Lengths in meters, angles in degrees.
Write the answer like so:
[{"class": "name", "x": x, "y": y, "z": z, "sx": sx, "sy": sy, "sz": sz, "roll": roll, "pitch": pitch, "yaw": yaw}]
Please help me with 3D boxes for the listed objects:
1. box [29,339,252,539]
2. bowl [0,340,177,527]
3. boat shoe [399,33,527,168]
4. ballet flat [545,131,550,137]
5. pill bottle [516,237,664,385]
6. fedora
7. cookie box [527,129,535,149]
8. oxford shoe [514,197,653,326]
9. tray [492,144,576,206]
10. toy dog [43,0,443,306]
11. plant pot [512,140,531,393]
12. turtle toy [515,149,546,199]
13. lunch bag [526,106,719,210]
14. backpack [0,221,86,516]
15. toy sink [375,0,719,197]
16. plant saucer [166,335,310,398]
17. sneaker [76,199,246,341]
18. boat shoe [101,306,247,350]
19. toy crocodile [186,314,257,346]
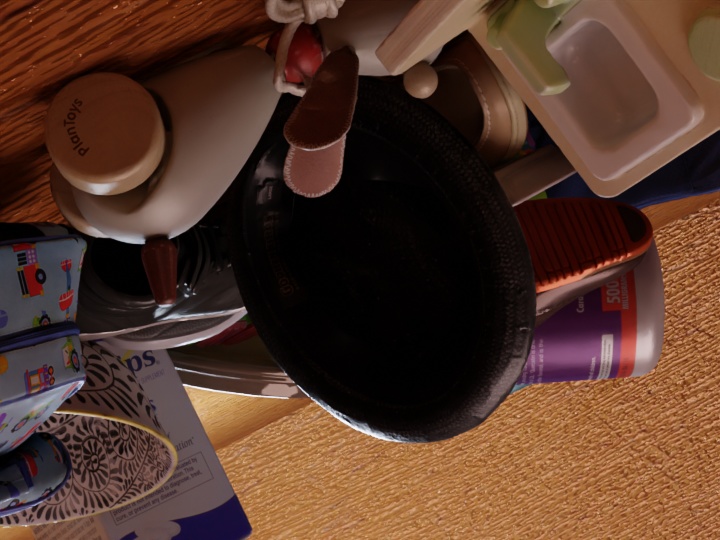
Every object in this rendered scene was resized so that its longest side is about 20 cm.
[{"class": "box", "x": -0.193, "y": 0.146, "z": 1.082, "sx": 0.104, "sy": 0.201, "sz": 0.184, "roll": -23, "pitch": 172, "yaw": -31}, {"class": "bowl", "x": -0.219, "y": 0.087, "z": 0.908, "sx": 0.199, "sy": 0.095, "sz": 0.201, "roll": -7, "pitch": 152, "yaw": -3}, {"class": "boat shoe", "x": 0.043, "y": -0.080, "z": 0.846, "sx": 0.064, "sy": 0.072, "sz": 0.200, "roll": -25, "pitch": 173, "yaw": -15}, {"class": "ballet flat", "x": 0.110, "y": -0.116, "z": 0.743, "sx": 0.056, "sy": 0.067, "sz": 0.200, "roll": 3, "pitch": 165, "yaw": 22}, {"class": "pill bottle", "x": 0.102, "y": 0.022, "z": 0.976, "sx": 0.198, "sy": 0.113, "sz": 0.112, "roll": -4, "pitch": 172, "yaw": 1}, {"class": "fedora", "x": 0.024, "y": -0.012, "z": 0.763, "sx": 0.200, "sy": 0.202, "sz": 0.091, "roll": -32, "pitch": 173, "yaw": 38}, {"class": "cookie box", "x": 0.257, "y": -0.132, "z": 1.171, "sx": 0.171, "sy": 0.076, "sz": 0.199, "roll": -32, "pitch": 171, "yaw": 36}, {"class": "oxford shoe", "x": 0.081, "y": 0.015, "z": 0.852, "sx": 0.199, "sy": 0.071, "sz": 0.073, "roll": -18, "pitch": 131, "yaw": 8}, {"class": "tray", "x": 0.044, "y": -0.034, "z": 0.875, "sx": 0.199, "sy": 0.022, "sz": 0.107, "roll": -22, "pitch": -176, "yaw": 43}, {"class": "toy dog", "x": -0.047, "y": -0.054, "z": 0.631, "sx": 0.199, "sy": 0.097, "sz": 0.132, "roll": -27, "pitch": 172, "yaw": 10}, {"class": "plant pot", "x": 0.141, "y": 0.001, "z": 1.260, "sx": 0.199, "sy": 0.189, "sz": 0.200, "roll": -25, "pitch": 173, "yaw": -3}, {"class": "turtle toy", "x": 0.078, "y": -0.036, "z": 1.112, "sx": 0.145, "sy": 0.102, "sz": 0.200, "roll": 3, "pitch": 153, "yaw": -43}, {"class": "lunch bag", "x": 0.194, "y": -0.113, "z": 0.879, "sx": 0.135, "sy": 0.133, "sz": 0.200, "roll": -18, "pitch": -179, "yaw": -34}, {"class": "backpack", "x": -0.211, "y": 0.060, "z": 0.664, "sx": 0.199, "sy": 0.135, "sz": 0.182, "roll": -26, "pitch": 173, "yaw": 30}, {"class": "toy sink", "x": 0.128, "y": -0.115, "z": 0.589, "sx": 0.200, "sy": 0.112, "sz": 0.130, "roll": -37, "pitch": 179, "yaw": -32}, {"class": "plant saucer", "x": -0.095, "y": 0.075, "z": 1.170, "sx": 0.198, "sy": 0.030, "sz": 0.200, "roll": 7, "pitch": -176, "yaw": 0}, {"class": "sneaker", "x": -0.092, "y": -0.010, "z": 0.858, "sx": 0.199, "sy": 0.071, "sz": 0.099, "roll": -17, "pitch": 174, "yaw": -27}, {"class": "boat shoe", "x": -0.091, "y": 0.005, "z": 0.952, "sx": 0.199, "sy": 0.074, "sz": 0.067, "roll": -23, "pitch": 170, "yaw": -25}, {"class": "toy crocodile", "x": -0.104, "y": 0.034, "z": 1.143, "sx": 0.067, "sy": 0.062, "sz": 0.200, "roll": -29, "pitch": 171, "yaw": 18}]
